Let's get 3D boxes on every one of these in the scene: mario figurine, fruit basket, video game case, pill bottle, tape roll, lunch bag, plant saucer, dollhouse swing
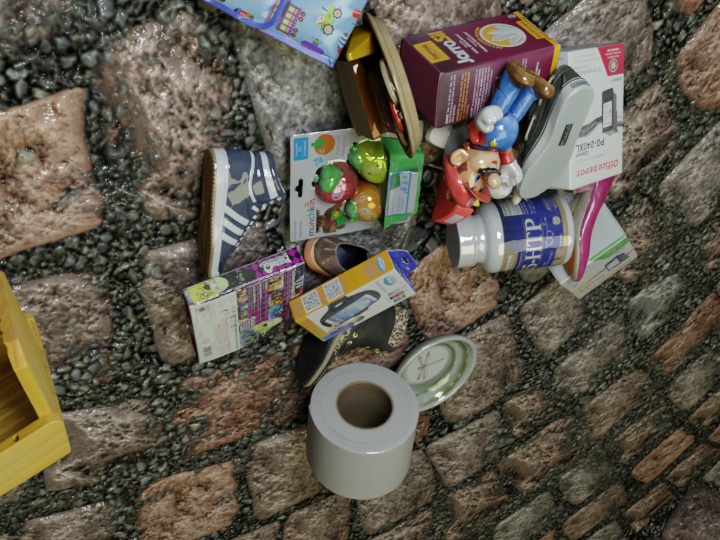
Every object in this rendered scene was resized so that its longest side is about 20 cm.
[{"bbox_3d":[0.190,-0.167,1.110,0.121,0.107,0.202,25,113,-12],"label":"mario figurine"},{"bbox_3d":[-0.006,-0.124,1.196,0.196,0.094,0.188,-13,134,-20],"label":"fruit basket"},{"bbox_3d":[-0.173,0.056,1.245,0.178,0.036,0.201,-22,155,-16],"label":"video game case"},{"bbox_3d":[0.250,-0.060,1.397,0.195,0.121,0.121,-7,134,-9],"label":"pill bottle"},{"bbox_3d":[0.002,0.290,1.500,0.199,0.204,0.141,-15,136,-23],"label":"tape roll"},{"bbox_3d":[-0.088,-0.354,0.945,0.197,0.095,0.152,18,118,-29],"label":"lunch bag"},{"bbox_3d":[0.135,0.191,1.616,0.196,0.050,0.203,-19,137,-19],"label":"plant saucer"},{"bbox_3d":[-0.468,0.138,1.029,0.180,0.201,0.177,-31,140,-5],"label":"dollhouse swing"}]

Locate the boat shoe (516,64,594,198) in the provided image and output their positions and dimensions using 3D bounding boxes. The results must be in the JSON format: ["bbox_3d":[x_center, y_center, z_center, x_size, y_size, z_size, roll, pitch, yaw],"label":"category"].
[{"bbox_3d":[0.270,-0.196,1.182,0.069,0.064,0.202,-5,136,-27],"label":"boat shoe"}]

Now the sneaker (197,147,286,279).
[{"bbox_3d":[-0.165,-0.077,1.143,0.106,0.070,0.203,-8,129,-27],"label":"sneaker"}]

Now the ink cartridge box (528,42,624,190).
[{"bbox_3d":[0.330,-0.235,1.258,0.143,0.083,0.205,-18,111,-37],"label":"ink cartridge box"}]

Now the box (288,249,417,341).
[{"bbox_3d":[-0.001,0.037,1.283,0.197,0.042,0.119,-26,154,11],"label":"box"}]

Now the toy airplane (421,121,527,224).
[{"bbox_3d":[0.192,-0.170,1.253,0.197,0.142,0.201,-25,138,-12],"label":"toy airplane"}]

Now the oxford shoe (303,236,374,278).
[{"bbox_3d":[0.000,0.000,1.310,0.198,0.072,0.073,22,76,-45],"label":"oxford shoe"}]

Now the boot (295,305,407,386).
[{"bbox_3d":[-0.014,0.126,1.436,0.149,0.073,0.203,15,111,-40],"label":"boot"}]

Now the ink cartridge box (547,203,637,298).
[{"bbox_3d":[0.425,-0.034,1.533,0.144,0.088,0.199,-37,160,14],"label":"ink cartridge box"}]

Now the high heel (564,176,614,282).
[{"bbox_3d":[0.395,-0.083,1.407,0.094,0.067,0.205,-9,103,-15],"label":"high heel"}]

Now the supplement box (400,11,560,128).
[{"bbox_3d":[0.164,-0.283,1.151,0.196,0.111,0.087,-18,137,-21],"label":"supplement box"}]

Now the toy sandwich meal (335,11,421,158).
[{"bbox_3d":[0.016,-0.227,1.040,0.069,0.208,0.207,-19,138,0],"label":"toy sandwich meal"}]

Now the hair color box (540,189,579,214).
[{"bbox_3d":[0.366,-0.173,1.433,0.098,0.061,0.202,-28,139,-10],"label":"hair color box"}]
